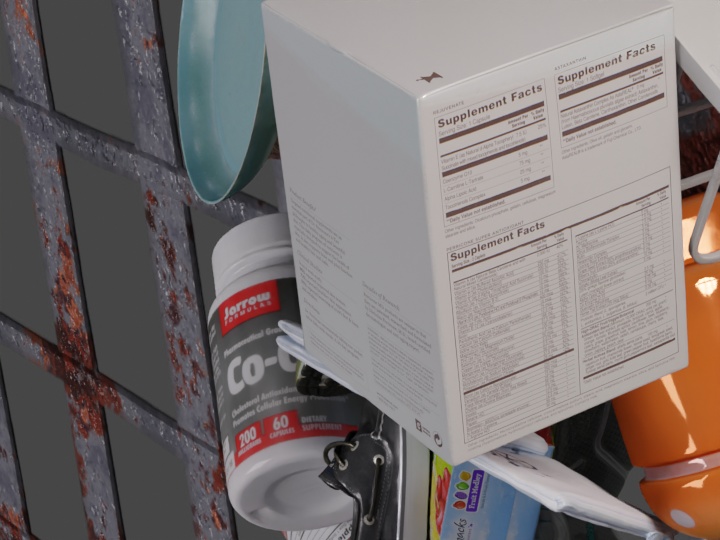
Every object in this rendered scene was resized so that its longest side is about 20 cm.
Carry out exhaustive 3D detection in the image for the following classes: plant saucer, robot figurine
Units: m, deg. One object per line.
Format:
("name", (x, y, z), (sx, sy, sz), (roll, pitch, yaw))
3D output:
("plant saucer", (-0.075, -0.141, 1.648), (0.200, 0.027, 0.202), (-177, 90, -72))
("robot figurine", (0.194, 0.061, 1.474), (0.143, 0.116, 0.201), (-17, 90, 39))

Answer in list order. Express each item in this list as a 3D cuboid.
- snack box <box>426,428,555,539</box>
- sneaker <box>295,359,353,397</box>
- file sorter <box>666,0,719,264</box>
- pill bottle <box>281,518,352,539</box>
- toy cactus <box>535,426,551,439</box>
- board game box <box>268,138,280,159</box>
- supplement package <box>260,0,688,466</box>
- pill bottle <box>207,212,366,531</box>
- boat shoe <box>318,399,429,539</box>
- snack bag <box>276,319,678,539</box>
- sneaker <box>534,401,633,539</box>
("snack box", (0.071, 0.096, 1.697), (0.201, 0.067, 0.169), (-93, 8, -49))
("sneaker", (0.000, 0.000, 1.724), (0.089, 0.076, 0.201), (-108, 28, -42))
("file sorter", (0.178, -0.125, 1.372), (0.200, 0.138, 0.125), (55, 150, 31))
("pill bottle", (0.006, 0.180, 1.909), (0.200, 0.112, 0.113), (53, 148, 32))
("toy cactus", (0.100, -0.013, 1.539), (0.165, 0.101, 0.202), (107, 163, -72))
("board game box", (-0.019, -0.192, 1.682), (0.160, 0.096, 0.201), (129, 140, -59))
("supplement package", (0.059, -0.042, 1.335), (0.152, 0.150, 0.201), (35, 139, 51))
("pill bottle", (-0.047, 0.068, 1.855), (0.114, 0.113, 0.201), (113, 153, -52))
("boat shoe", (0.006, 0.135, 1.666), (0.070, 0.066, 0.202), (180, 92, -83))
("snack bag", (0.068, 0.089, 1.467), (0.199, 0.188, 0.022), (30, 93, 28))
("sneaker", (0.130, 0.134, 1.694), (0.080, 0.070, 0.202), (43, 142, 49))
